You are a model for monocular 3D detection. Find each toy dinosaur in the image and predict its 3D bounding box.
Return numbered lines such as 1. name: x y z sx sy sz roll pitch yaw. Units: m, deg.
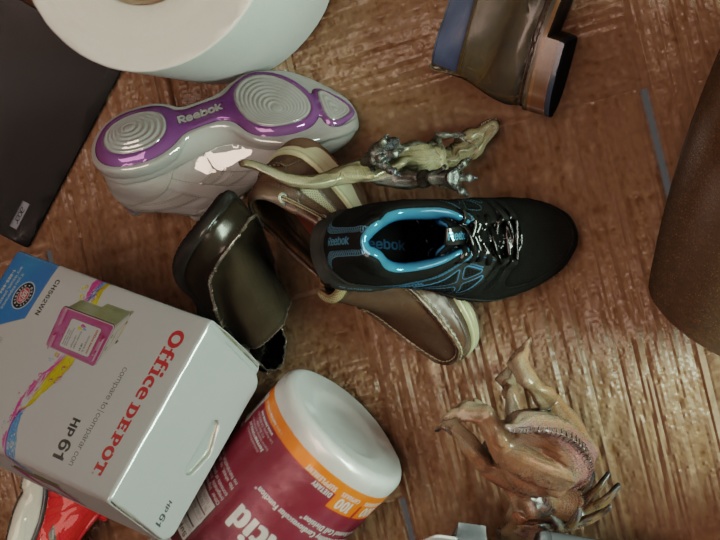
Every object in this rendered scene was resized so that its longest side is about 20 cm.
1. toy dinosaur: 0.024 -0.073 1.087 0.088 0.198 0.048 12 108 62
2. toy dinosaur: 0.126 0.130 1.079 0.086 0.200 0.136 -39 80 -14

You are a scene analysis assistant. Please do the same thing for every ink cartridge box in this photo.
1. ink cartridge box: -0.193 0.087 1.132 0.198 0.085 0.146 17 70 32

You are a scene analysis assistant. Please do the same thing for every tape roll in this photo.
1. tape roll: -0.130 -0.241 1.152 0.200 0.139 0.206 1 92 19

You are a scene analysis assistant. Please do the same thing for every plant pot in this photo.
1. plant pot: 0.276 -0.046 1.017 0.186 0.187 0.201 36 118 14

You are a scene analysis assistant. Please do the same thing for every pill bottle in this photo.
1. pill bottle: -0.075 0.181 1.158 0.114 0.114 0.200 46 105 11

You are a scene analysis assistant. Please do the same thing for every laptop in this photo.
1. laptop: -0.315 -0.153 1.288 0.200 0.103 0.178 41 105 39

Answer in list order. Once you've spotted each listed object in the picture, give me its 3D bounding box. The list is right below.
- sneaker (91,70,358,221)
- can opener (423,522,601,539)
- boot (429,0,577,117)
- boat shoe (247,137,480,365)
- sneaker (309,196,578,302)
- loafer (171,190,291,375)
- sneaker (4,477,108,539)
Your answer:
1. sneaker: -0.098 -0.091 1.192 0.197 0.100 0.076 -10 54 1
2. can opener: 0.130 0.217 1.082 0.197 0.054 0.067 10 54 -8
3. boot: 0.112 -0.217 1.104 0.096 0.075 0.202 15 99 15
4. boat shoe: -0.003 0.003 1.129 0.202 0.075 0.075 44 140 -4
5. sneaker: 0.069 -0.014 1.079 0.198 0.082 0.074 -5 88 -23
6. loafer: -0.079 0.012 1.128 0.071 0.200 0.073 31 71 17
7. sneaker: -0.220 0.158 1.249 0.084 0.077 0.202 15 99 -3
